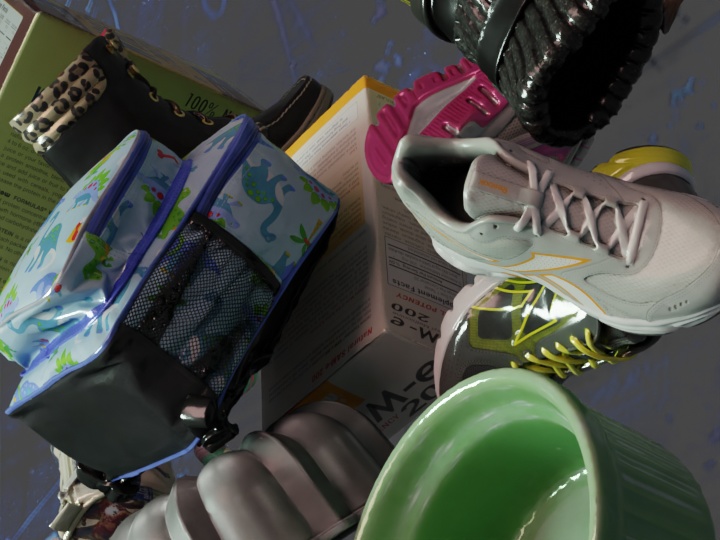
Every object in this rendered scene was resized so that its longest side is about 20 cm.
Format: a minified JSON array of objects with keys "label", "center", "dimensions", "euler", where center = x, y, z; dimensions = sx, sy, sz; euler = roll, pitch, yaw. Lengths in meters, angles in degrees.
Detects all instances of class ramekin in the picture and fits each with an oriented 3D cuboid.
[{"label":"ramekin","center":[0.087,0.159,1.165],"dimensions":[0.200,0.097,0.201],"euler":[-34,45,43]}]

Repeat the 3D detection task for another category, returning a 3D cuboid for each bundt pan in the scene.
[{"label":"bundt pan","center":[-0.063,0.141,1.309],"dimensions":[0.202,0.201,0.076],"euler":[-37,82,40]}]

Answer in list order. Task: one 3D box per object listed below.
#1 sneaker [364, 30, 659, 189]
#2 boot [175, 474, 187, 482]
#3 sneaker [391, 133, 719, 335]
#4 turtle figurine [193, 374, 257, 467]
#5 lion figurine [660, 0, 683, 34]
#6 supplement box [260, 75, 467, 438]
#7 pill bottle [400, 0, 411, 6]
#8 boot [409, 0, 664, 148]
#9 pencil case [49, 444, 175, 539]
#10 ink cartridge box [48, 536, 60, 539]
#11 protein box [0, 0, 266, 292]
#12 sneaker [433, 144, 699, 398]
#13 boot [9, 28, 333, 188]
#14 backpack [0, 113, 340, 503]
[{"label":"sneaker","center":[0.100,-0.100,1.324],"dimensions":[0.200,0.088,0.082],"euler":[-37,40,6]},{"label":"boot","center":[-0.197,0.180,1.502],"dimensions":[0.199,0.069,0.188],"euler":[-29,39,-17]},{"label":"sneaker","center":[0.098,-0.023,1.160],"dimensions":[0.199,0.092,0.076],"euler":[11,77,35]},{"label":"turtle figurine","center":[-0.086,0.054,1.504],"dimensions":[0.150,0.100,0.200],"euler":[-57,24,7]},{"label":"lion figurine","center":[0.186,-0.221,1.268],"dimensions":[0.073,0.122,0.201],"euler":[108,150,-63]},{"label":"supplement box","center":[0.000,0.000,1.420],"dimensions":[0.126,0.073,0.201],"euler":[-40,39,39]},{"label":"pill bottle","center":[0.031,-0.220,1.385],"dimensions":[0.111,0.199,0.112],"euler":[-35,43,42]},{"label":"boot","center":[0.100,-0.186,1.214],"dimensions":[0.158,0.079,0.212],"euler":[-131,42,-54]},{"label":"pencil case","center":[-0.167,0.113,1.492],"dimensions":[0.078,0.089,0.200],"euler":[-40,35,12]},{"label":"ink cartridge box","center":[-0.257,0.275,1.546],"dimensions":[0.199,0.083,0.147],"euler":[-17,48,8]},{"label":"protein box","center":[-0.203,-0.071,1.652],"dimensions":[0.201,0.198,0.135],"euler":[-64,28,7]},{"label":"sneaker","center":[0.111,0.024,1.234],"dimensions":[0.200,0.074,0.085],"euler":[-52,35,25]},{"label":"boot","center":[-0.124,-0.100,1.543],"dimensions":[0.200,0.151,0.073],"euler":[-46,7,-23]},{"label":"backpack","center":[-0.114,0.004,1.336],"dimensions":[0.200,0.147,0.183],"euler":[-55,12,-31]}]
